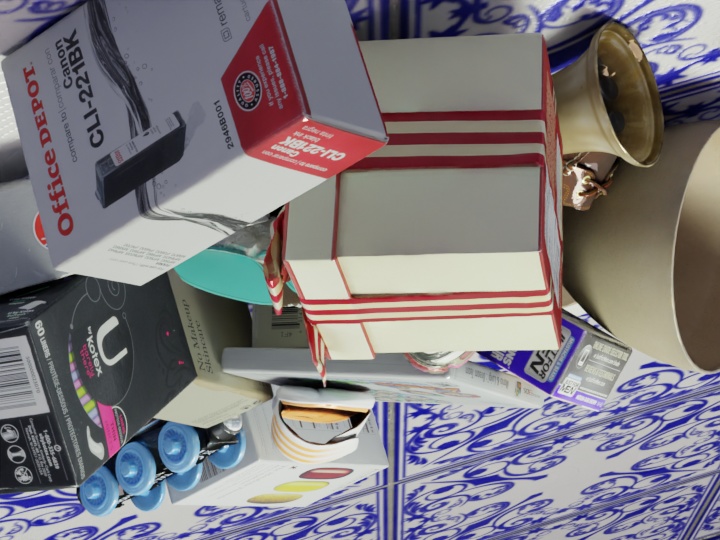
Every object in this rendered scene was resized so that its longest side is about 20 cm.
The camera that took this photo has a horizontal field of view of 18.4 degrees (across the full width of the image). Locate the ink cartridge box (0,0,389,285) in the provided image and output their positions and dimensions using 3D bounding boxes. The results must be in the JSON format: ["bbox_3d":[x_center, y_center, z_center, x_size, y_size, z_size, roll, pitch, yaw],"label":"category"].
[{"bbox_3d":[-0.101,-0.098,1.288,0.200,0.144,0.084,-29,157,30],"label":"ink cartridge box"}]

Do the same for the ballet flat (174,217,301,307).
[{"bbox_3d":[-0.048,-0.008,1.649,0.200,0.072,0.072,11,176,30],"label":"ballet flat"}]

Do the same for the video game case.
[{"bbox_3d":[0.020,0.086,1.762,0.200,0.024,0.182,0,170,28],"label":"video game case"}]

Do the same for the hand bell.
[{"bbox_3d":[0.105,-0.100,1.594,0.200,0.104,0.104,-15,165,30],"label":"hand bell"}]

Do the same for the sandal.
[{"bbox_3d":[-0.035,0.130,1.820,0.079,0.059,0.207,6,172,-5],"label":"sandal"}]

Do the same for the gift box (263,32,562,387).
[{"bbox_3d":[0.036,-0.034,1.460,0.187,0.185,0.200,-1,150,9],"label":"gift box"}]

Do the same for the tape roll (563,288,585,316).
[{"bbox_3d":[0.176,0.002,1.994,0.203,0.037,0.203,-16,161,-6],"label":"tape roll"}]

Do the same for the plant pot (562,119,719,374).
[{"bbox_3d":[0.230,-0.026,1.774,0.134,0.200,0.200,8,176,31],"label":"plant pot"}]

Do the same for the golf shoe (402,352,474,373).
[{"bbox_3d":[0.092,-0.021,1.618,0.073,0.200,0.092,23,164,4],"label":"golf shoe"}]

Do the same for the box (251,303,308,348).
[{"bbox_3d":[-0.013,0.043,1.845,0.068,0.082,0.200,-3,167,26],"label":"box"}]

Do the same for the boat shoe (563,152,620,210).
[{"bbox_3d":[0.159,-0.077,1.701,0.070,0.070,0.200,-7,158,-45],"label":"boat shoe"}]

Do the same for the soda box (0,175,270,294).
[{"bbox_3d":[-0.166,-0.042,1.481,0.200,0.068,0.063,-16,-170,-5],"label":"soda box"}]

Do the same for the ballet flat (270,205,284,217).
[{"bbox_3d":[-0.071,-0.044,1.603,0.200,0.057,0.066,-6,160,-39],"label":"ballet flat"}]

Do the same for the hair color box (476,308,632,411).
[{"bbox_3d":[0.107,0.036,1.785,0.065,0.200,0.109,-63,152,4],"label":"hair color box"}]

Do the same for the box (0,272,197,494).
[{"bbox_3d":[-0.209,0.060,1.524,0.106,0.122,0.200,-8,-163,23],"label":"box"}]

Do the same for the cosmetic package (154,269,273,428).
[{"bbox_3d":[-0.156,0.056,1.742,0.073,0.104,0.200,-25,162,20],"label":"cosmetic package"}]

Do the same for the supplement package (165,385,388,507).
[{"bbox_3d":[-0.085,0.149,2.057,0.114,0.110,0.200,-29,159,31],"label":"supplement package"}]

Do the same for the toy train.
[{"bbox_3d":[-0.184,0.138,1.931,0.200,0.114,0.087,-31,161,36],"label":"toy train"}]
